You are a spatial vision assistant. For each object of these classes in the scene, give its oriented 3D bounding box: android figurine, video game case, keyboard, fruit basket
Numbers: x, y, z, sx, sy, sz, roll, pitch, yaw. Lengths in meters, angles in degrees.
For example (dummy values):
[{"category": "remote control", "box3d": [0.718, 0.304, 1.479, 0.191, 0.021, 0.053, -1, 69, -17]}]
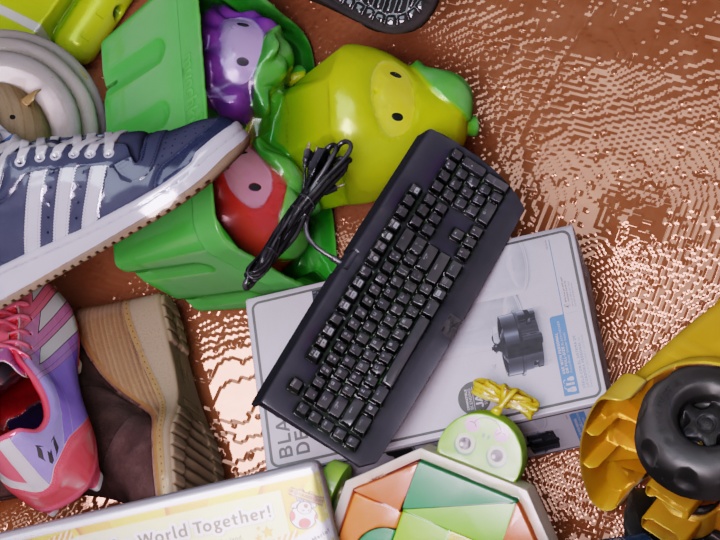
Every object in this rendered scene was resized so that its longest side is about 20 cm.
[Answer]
[{"category": "android figurine", "box3d": [-0.240, -0.195, 1.424, 0.182, 0.041, 0.200, 25, 74, 23]}, {"category": "video game case", "box3d": [-0.097, 0.213, 1.145, 0.199, 0.023, 0.183, -13, 88, 6]}, {"category": "keyboard", "box3d": [0.000, 0.000, 1.180, 0.127, 0.021, 0.200, 30, 63, 2]}, {"category": "fruit basket", "box3d": [-0.041, -0.085, 1.273, 0.215, 0.155, 0.216, -13, 65, 29]}]

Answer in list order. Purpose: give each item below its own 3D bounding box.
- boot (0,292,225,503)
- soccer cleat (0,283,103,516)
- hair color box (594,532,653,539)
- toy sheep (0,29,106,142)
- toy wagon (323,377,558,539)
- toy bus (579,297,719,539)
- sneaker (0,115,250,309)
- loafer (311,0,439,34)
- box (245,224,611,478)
[{"category": "boot", "box3d": [-0.170, 0.117, 1.247, 0.166, 0.072, 0.200, -24, 50, 13]}, {"category": "soccer cleat", "box3d": [-0.196, 0.053, 1.206, 0.067, 0.077, 0.200, -29, 44, 5]}, {"category": "hair color box", "box3d": [0.058, 0.198, 1.088, 0.199, 0.061, 0.100, -9, 86, 3]}, {"category": "toy sheep", "box3d": [-0.218, -0.083, 1.303, 0.137, 0.200, 0.138, -2, 99, -12]}, {"category": "toy wagon", "box3d": [0.043, 0.155, 1.152, 0.155, 0.040, 0.200, 21, 98, 13]}, {"category": "toy bus", "box3d": [0.246, 0.094, 1.127, 0.200, 0.136, 0.192, 34, 63, 23]}, {"category": "sneaker", "box3d": [-0.166, -0.059, 1.167, 0.200, 0.070, 0.109, -29, 96, 14]}, {"category": "loafer", "box3d": [-0.036, -0.199, 1.301, 0.200, 0.071, 0.073, 36, 92, 15]}, {"category": "box", "box3d": [0.040, 0.057, 1.224, 0.199, 0.060, 0.117, -12, 64, 10]}]
